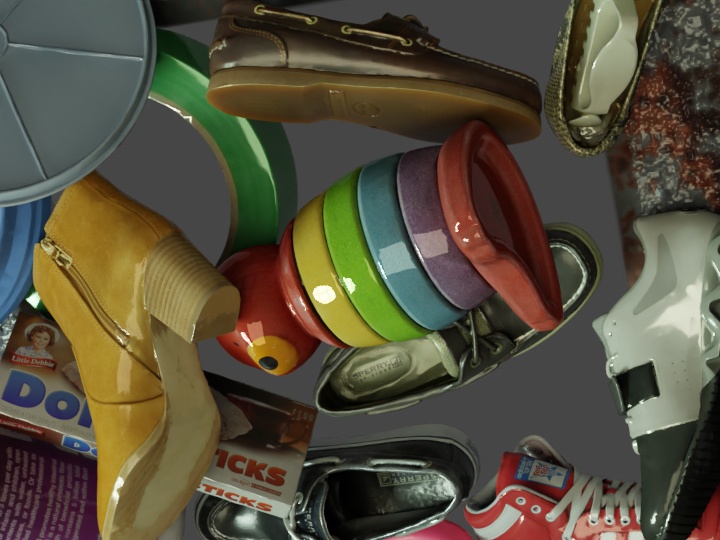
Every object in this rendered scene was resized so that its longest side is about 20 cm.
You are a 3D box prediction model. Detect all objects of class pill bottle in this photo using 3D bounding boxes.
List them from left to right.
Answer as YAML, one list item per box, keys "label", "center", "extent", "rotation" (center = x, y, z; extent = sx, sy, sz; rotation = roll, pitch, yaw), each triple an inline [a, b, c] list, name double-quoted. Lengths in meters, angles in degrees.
- label: "pill bottle"
  center: [-0.221, 0.151, 1.240]
  extent: [0.199, 0.112, 0.112]
  rotation: [19, 118, -28]

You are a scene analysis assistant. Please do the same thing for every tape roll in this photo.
- label: "tape roll"
  center: [-0.141, -0.050, 1.225]
  extent: [0.200, 0.048, 0.201]
  rotation: [5, 111, 14]

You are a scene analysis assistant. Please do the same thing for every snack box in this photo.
- label: "snack box"
  center: [-0.130, 0.090, 1.222]
  extent: [0.199, 0.072, 0.024]
  rotation: [18, 149, -5]

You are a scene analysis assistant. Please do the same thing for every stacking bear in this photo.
- label: "stacking bear"
  center: [0.000, 0.000, 1.139]
  extent: [0.199, 0.114, 0.121]
  rotation: [-23, 138, 21]

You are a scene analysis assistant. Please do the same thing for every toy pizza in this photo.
- label: "toy pizza"
  center: [-0.220, -0.129, 1.153]
  extent: [0.199, 0.032, 0.201]
  rotation: [1, 72, -4]

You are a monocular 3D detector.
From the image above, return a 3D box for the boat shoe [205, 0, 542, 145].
- label: "boat shoe"
  center: [0.011, -0.121, 1.146]
  extent: [0.199, 0.070, 0.071]
  rotation: [9, 68, -2]

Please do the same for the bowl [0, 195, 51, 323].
- label: "bowl"
  center: [-0.278, -0.052, 1.225]
  extent: [0.200, 0.039, 0.201]
  rotation: [6, 99, 36]

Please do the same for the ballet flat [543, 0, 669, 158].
- label: "ballet flat"
  center: [0.146, -0.156, 1.093]
  extent: [0.068, 0.075, 0.201]
  rotation: [9, 111, -3]

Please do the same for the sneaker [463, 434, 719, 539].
- label: "sneaker"
  center: [0.157, 0.143, 1.200]
  extent: [0.200, 0.071, 0.113]
  rotation: [-26, 104, 24]

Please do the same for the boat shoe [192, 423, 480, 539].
- label: "boat shoe"
  center: [-0.022, 0.150, 1.252]
  extent: [0.199, 0.068, 0.072]
  rotation: [-11, 106, 18]

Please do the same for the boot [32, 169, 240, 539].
- label: "boot"
  center: [-0.148, 0.053, 1.169]
  extent: [0.144, 0.071, 0.202]
  rotation: [35, 117, 34]

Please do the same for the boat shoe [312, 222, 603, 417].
- label: "boat shoe"
  center: [0.057, 0.040, 1.192]
  extent: [0.200, 0.066, 0.072]
  rotation: [-28, 100, 23]

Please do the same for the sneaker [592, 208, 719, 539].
- label: "sneaker"
  center: [0.177, 0.062, 1.152]
  extent: [0.088, 0.074, 0.201]
  rotation: [9, 84, 27]

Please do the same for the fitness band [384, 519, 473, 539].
- label: "fitness band"
  center: [-0.012, 0.219, 1.233]
  extent: [0.199, 0.144, 0.038]
  rotation: [-16, 116, 23]
